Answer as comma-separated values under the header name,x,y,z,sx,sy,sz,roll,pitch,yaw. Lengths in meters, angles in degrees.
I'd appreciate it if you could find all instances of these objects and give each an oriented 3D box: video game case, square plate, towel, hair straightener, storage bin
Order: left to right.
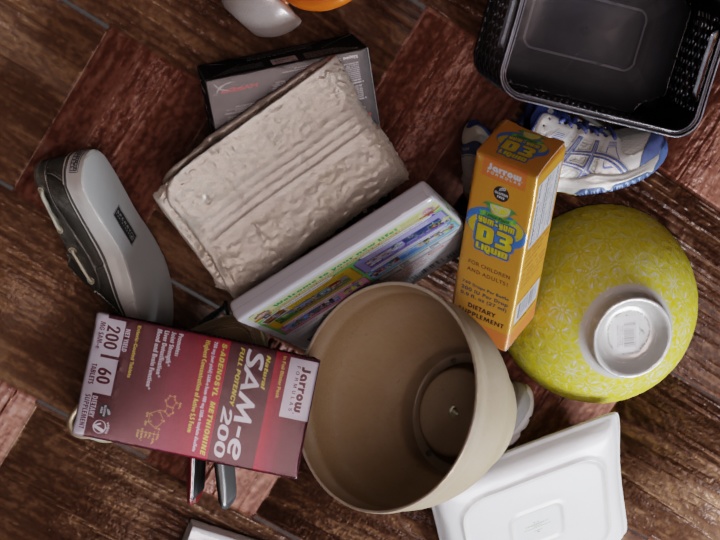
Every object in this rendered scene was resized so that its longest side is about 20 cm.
name,x,y,z,sx,sy,sz,roll,pitch,yaw
hair straightener,-0.123,0.129,1.481,0.076,0.041,0.202,7,100,16
towel,-0.069,-0.077,1.355,0.199,0.034,0.133,-35,112,0
video game case,0.000,0.000,1.398,0.199,0.182,0.022,-32,72,9
square plate,0.173,0.243,1.551,0.198,0.029,0.199,-19,133,-7
storage bin,0.217,-0.212,1.421,0.198,0.094,0.136,11,105,-16

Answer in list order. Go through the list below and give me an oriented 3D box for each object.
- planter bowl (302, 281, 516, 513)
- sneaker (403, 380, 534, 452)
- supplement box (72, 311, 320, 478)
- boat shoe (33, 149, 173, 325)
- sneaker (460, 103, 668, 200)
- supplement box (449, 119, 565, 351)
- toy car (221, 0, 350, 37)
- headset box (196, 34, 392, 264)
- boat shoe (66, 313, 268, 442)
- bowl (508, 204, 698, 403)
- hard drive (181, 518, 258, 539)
name,x,y,z,sx,sy,sz,roll,pitch,yaw
planter bowl,0.057,0.121,1.413,0.134,0.200,0.201,17,106,-51
sneaker,0.075,0.155,1.516,0.199,0.075,0.082,-28,112,-2
supplement box,-0.142,0.109,1.373,0.198,0.061,0.110,12,87,-6
boat shoe,-0.228,-0.019,1.409,0.063,0.071,0.201,-7,122,25
sneaker,0.189,-0.117,1.455,0.198,0.075,0.089,-13,109,-8
supplement box,0.130,-0.030,1.409,0.066,0.069,0.201,22,129,21
toy car,-0.073,-0.296,1.303,0.200,0.150,0.175,39,97,-20
headset box,-0.054,-0.095,1.410,0.147,0.077,0.202,-13,110,-7
boat shoe,-0.176,0.102,1.430,0.199,0.065,0.073,-26,84,11
bowl,0.241,0.047,1.501,0.198,0.108,0.202,-4,109,-10
hard drive,-0.101,0.337,1.565,0.198,0.027,0.133,21,102,-16
